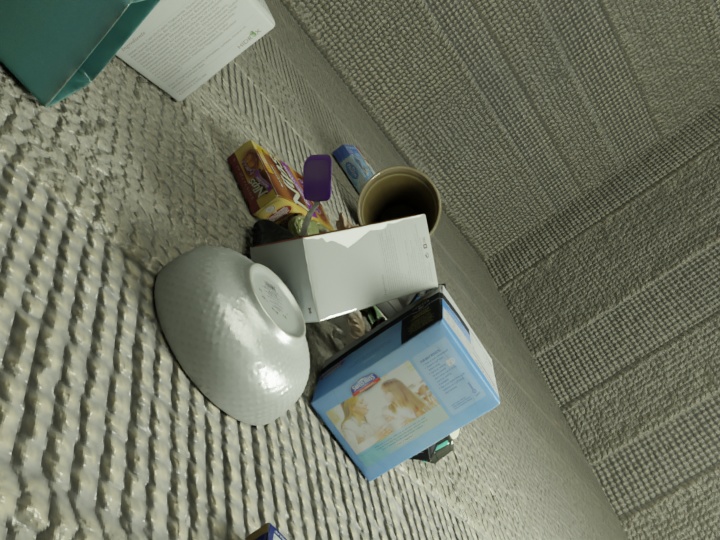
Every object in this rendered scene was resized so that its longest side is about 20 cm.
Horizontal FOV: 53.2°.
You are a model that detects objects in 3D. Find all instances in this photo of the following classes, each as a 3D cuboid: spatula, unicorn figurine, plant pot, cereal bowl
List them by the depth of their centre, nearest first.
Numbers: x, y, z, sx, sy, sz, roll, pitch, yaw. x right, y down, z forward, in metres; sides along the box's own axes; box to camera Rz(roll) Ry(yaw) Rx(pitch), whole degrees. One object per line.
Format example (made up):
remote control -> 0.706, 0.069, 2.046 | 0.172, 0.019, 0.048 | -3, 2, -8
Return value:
plant pot -> -0.332, -0.299, 0.726 | 0.200, 0.141, 0.142 | 43, 17, -18
cereal bowl -> -0.117, 0.055, 0.756 | 0.201, 0.083, 0.201 | 51, 16, -20
spatula -> -0.074, -0.061, 1.004 | 0.020, 0.056, 0.204 | 18, 82, -50
unicorn figurine -> -0.032, 0.032, 1.039 | 0.136, 0.202, 0.074 | 27, 21, -1
plant pot -> 0.095, -0.130, 1.739 | 0.202, 0.198, 0.174 | 58, -2, 11

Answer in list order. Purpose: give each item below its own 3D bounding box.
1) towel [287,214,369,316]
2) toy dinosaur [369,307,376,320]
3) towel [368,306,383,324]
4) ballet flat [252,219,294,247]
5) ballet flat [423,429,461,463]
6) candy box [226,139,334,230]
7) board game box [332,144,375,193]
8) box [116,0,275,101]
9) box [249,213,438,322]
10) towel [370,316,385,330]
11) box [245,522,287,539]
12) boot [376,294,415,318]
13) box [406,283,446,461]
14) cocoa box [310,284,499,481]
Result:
towel -> -0.049, -0.002, 1.179 | 0.200, 0.036, 0.150 | 29, 41, -62
toy dinosaur -> 0.000, 0.000, 1.160 | 0.047, 0.089, 0.200 | 21, -16, 33
towel -> 0.019, 0.037, 1.395 | 0.154, 0.023, 0.200 | 57, 15, 6
ballet flat -> -0.129, -0.028, 1.010 | 0.066, 0.057, 0.200 | 24, 16, -10
ballet flat -> 0.137, 0.259, 1.191 | 0.069, 0.068, 0.200 | 60, 13, -7
candy box -> -0.126, -0.121, 1.185 | 0.199, 0.056, 0.118 | 26, 33, -62
board game box -> 0.012, -0.253, 1.989 | 0.201, 0.043, 0.200 | 57, 13, -2
box -> -0.269, -0.403, 1.034 | 0.201, 0.199, 0.171 | 63, 14, 25
box -> -0.019, -0.003, 0.904 | 0.198, 0.123, 0.099 | -14, 95, -39
towel -> 0.049, 0.163, 1.153 | 0.200, 0.022, 0.146 | -56, 124, -76
box -> -0.050, 0.300, 0.528 | 0.122, 0.032, 0.201 | 51, 13, -19
boot -> 0.083, 0.051, 1.203 | 0.073, 0.096, 0.200 | 42, -4, 34
box -> 0.101, 0.148, 1.094 | 0.198, 0.049, 0.203 | -43, 129, -62
cocoa box -> 0.057, 0.140, 0.911 | 0.134, 0.199, 0.131 | 53, 14, -11
